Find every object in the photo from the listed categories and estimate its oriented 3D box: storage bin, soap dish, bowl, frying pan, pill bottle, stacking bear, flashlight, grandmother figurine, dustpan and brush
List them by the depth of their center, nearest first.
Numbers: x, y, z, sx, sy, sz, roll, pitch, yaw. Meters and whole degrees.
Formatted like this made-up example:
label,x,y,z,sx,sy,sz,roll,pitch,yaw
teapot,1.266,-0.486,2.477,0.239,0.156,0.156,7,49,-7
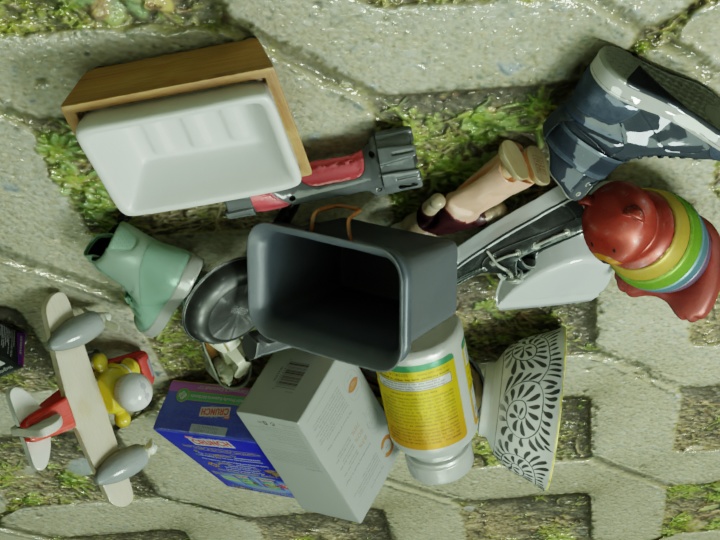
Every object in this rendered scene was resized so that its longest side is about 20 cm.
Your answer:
label,x,y,z,sx,sy,sz,roll,pitch,yaw
soap dish,-0.158,-0.133,1.284,0.198,0.082,0.158,-9,147,8
flashlight,-0.042,-0.102,1.368,0.198,0.069,0.068,-12,162,4
storage bin,0.000,0.000,1.408,0.199,0.147,0.134,13,-158,35
stacking bear,0.294,-0.034,1.434,0.121,0.115,0.199,26,-178,37
grandmother figurine,0.106,-0.068,1.443,0.121,0.061,0.199,17,144,-40
frying pan,-0.109,0.011,1.474,0.190,0.031,0.115,-40,145,-5
dustpan and brush,0.237,-0.028,1.532,0.138,0.058,0.200,-5,155,-20
pill bottle,0.082,0.153,1.658,0.112,0.113,0.202,-9,120,7
bowl,0.195,0.163,1.694,0.093,0.202,0.201,7,147,4

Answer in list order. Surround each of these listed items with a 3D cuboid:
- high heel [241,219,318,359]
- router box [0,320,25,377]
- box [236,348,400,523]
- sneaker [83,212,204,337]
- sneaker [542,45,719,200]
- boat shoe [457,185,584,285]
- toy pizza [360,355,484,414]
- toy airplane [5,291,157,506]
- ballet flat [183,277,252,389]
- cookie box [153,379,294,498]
label,x,y,z,sx,sy,sz,roll,pitch,yaw
high heel,-0.051,0.010,1.565,0.142,0.071,0.201,-15,141,-42
router box,-0.518,0.099,1.623,0.199,0.052,0.149,-22,145,25
box,-0.046,0.193,1.681,0.097,0.125,0.201,6,139,35
sneaker,-0.246,0.003,1.509,0.117,0.074,0.200,29,154,-8
sneaker,0.272,-0.121,1.346,0.201,0.077,0.147,22,128,-20
boat shoe,0.163,-0.019,1.495,0.199,0.069,0.073,-32,172,28
toy pizza,0.061,0.162,1.753,0.198,0.032,0.202,1,128,2
toy airplane,-0.308,0.148,1.590,0.140,0.201,0.200,-10,147,27
ballet flat,-0.158,0.078,1.617,0.067,0.064,0.201,-36,154,-16
cookie box,-0.141,0.222,1.788,0.170,0.076,0.200,4,153,30
